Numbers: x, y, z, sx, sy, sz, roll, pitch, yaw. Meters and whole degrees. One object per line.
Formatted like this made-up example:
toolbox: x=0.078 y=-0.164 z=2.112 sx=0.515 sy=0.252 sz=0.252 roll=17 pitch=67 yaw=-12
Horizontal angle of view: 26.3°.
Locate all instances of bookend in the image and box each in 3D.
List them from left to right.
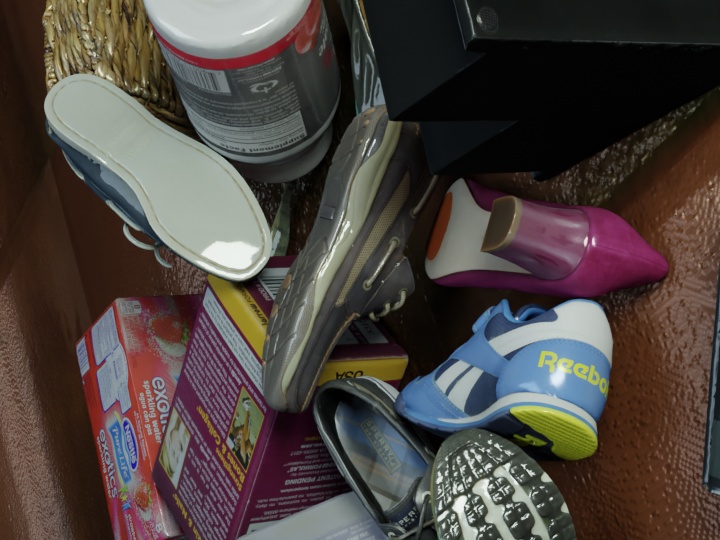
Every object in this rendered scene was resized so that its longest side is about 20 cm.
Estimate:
bookend: x=0.071 y=-0.118 z=0.791 sx=0.200 sy=0.197 sz=0.093 roll=-30 pitch=69 yaw=54

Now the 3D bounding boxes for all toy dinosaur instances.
toy dinosaur: x=-0.090 y=0.015 z=1.191 sx=0.088 sy=0.047 sz=0.202 roll=25 pitch=113 yaw=38

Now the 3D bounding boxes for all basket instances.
basket: x=-0.182 y=-0.180 z=1.194 sx=0.149 sy=0.142 sz=0.202 roll=-35 pitch=46 yaw=51

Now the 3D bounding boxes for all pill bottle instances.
pill bottle: x=-0.071 y=-0.141 z=1.028 sx=0.200 sy=0.110 sz=0.112 roll=75 pitch=175 yaw=-64

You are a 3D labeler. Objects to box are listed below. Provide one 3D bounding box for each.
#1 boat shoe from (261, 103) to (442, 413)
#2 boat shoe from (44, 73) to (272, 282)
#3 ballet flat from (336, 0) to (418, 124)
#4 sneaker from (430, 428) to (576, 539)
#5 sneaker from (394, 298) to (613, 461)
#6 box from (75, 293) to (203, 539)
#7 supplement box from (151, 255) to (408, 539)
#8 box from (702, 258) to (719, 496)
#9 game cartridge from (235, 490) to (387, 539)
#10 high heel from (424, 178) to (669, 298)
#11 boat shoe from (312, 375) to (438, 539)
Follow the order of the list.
boat shoe: x=0.000 y=0.000 z=0.954 sx=0.202 sy=0.073 sz=0.074 roll=-67 pitch=16 yaw=4
boat shoe: x=-0.140 y=-0.055 z=1.065 sx=0.199 sy=0.075 sz=0.062 roll=35 pitch=157 yaw=13
ballet flat: x=0.019 y=-0.173 z=1.000 sx=0.068 sy=0.068 sz=0.202 roll=-17 pitch=87 yaw=46
sneaker: x=0.086 y=0.181 z=0.860 sx=0.201 sy=0.076 sz=0.089 roll=64 pitch=164 yaw=-7
sneaker: x=0.086 y=0.065 z=0.896 sx=0.200 sy=0.073 sz=0.083 roll=-16 pitch=54 yaw=65
box: x=-0.155 y=0.129 z=1.249 sx=0.100 sy=0.095 sz=0.202 roll=-41 pitch=58 yaw=51
supplement box: x=-0.062 y=0.107 z=1.097 sx=0.131 sy=0.102 sz=0.201 roll=50 pitch=131 yaw=43
box: x=0.241 y=0.043 z=0.675 sx=0.199 sy=0.046 sz=0.161 roll=16 pitch=105 yaw=56
game cartridge: x=-0.024 y=0.220 z=1.005 sx=0.198 sy=0.038 sz=0.131 roll=-24 pitch=61 yaw=11
high heel: x=0.100 y=-0.010 z=0.904 sx=0.200 sy=0.095 sz=0.068 roll=-157 pitch=85 yaw=-77
boat shoe: x=0.035 y=0.142 z=0.949 sx=0.070 sy=0.066 sz=0.201 roll=-42 pitch=62 yaw=17
